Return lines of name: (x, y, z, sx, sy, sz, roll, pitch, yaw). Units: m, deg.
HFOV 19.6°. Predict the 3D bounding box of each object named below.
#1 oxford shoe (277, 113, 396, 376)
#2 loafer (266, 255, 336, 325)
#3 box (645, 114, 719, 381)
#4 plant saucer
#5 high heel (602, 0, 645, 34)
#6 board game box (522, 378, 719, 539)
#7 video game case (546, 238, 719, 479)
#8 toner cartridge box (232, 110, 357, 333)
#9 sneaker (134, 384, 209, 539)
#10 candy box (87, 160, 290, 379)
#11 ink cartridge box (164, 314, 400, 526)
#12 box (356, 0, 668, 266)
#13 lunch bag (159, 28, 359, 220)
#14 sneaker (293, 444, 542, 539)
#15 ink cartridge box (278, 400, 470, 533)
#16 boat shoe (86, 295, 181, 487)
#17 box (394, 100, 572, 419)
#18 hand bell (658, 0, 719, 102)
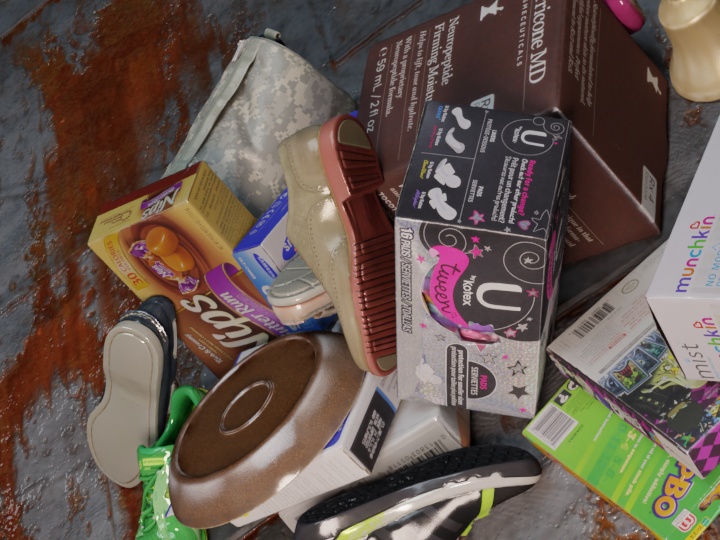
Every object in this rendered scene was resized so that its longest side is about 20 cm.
oxford shoe: (-0.014, -0.015, 1.605, 0.074, 0.070, 0.202, -12, 87, 34)
loafer: (0.000, 0.000, 1.696, 0.071, 0.063, 0.200, 1, 28, 37)
box: (0.312, -0.025, 1.402, 0.175, 0.097, 0.201, 3, 52, 35)
plant saucer: (-0.082, 0.116, 1.637, 0.200, 0.032, 0.201, -35, 25, 19)
high heel: (0.178, -0.202, 1.750, 0.096, 0.068, 0.200, -38, 4, -1)
board game box: (0.204, 0.126, 1.485, 0.096, 0.030, 0.200, -48, 33, -5)
video game case: (0.257, 0.036, 1.486, 0.200, 0.036, 0.181, -41, 35, -9)
toner cartridge box: (-0.018, -0.045, 1.764, 0.043, 0.095, 0.200, -15, 29, 47)
sneaker: (-0.164, 0.187, 1.751, 0.074, 0.084, 0.201, -13, 49, 37)
candy box: (-0.124, 0.007, 1.778, 0.116, 0.200, 0.057, -20, 35, 31)
ink cartridge box: (-0.046, 0.113, 1.678, 0.199, 0.047, 0.198, -27, 27, 38)
box: (0.121, -0.108, 1.672, 0.199, 0.164, 0.167, -20, 44, 31)
lunch bag: (-0.083, -0.091, 1.859, 0.139, 0.168, 0.201, 10, 63, 49)
sneaker: (0.046, 0.193, 1.558, 0.199, 0.083, 0.072, -20, 9, 6)
ink cartridge box: (0.013, 0.118, 1.690, 0.162, 0.050, 0.200, -33, 21, 20)
boat shoe: (-0.194, 0.105, 1.809, 0.074, 0.201, 0.062, 22, 42, 16)
box: (0.092, -0.005, 1.548, 0.114, 0.201, 0.133, 7, 47, 9)
hand bell: (0.241, -0.234, 1.640, 0.104, 0.200, 0.105, -26, 41, 25)
